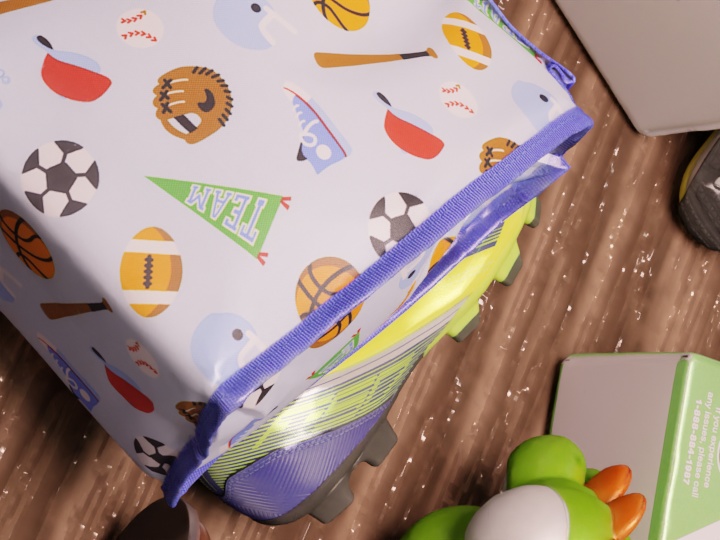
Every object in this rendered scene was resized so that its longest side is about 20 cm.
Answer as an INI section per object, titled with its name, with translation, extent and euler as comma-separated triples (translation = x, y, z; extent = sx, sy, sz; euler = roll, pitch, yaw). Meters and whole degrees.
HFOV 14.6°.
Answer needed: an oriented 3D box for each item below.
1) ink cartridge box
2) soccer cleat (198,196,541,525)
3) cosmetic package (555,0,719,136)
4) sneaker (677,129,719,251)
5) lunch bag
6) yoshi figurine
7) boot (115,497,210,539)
[ink cartridge box]
translation = 0.168, 0.126, 1.128
extent = 0.199, 0.084, 0.146
euler = 17, 77, -33
[soccer cleat]
translation = 0.000, 0.000, 1.032
extent = 0.084, 0.065, 0.201
euler = 44, 65, -23
[cosmetic package]
translation = 0.155, -0.184, 1.090
extent = 0.165, 0.165, 0.200
euler = -46, 112, -27
[sneaker]
translation = 0.210, -0.079, 1.179
extent = 0.200, 0.090, 0.078
euler = -38, 110, -6
[lunch bag]
translation = -0.039, -0.050, 0.947
extent = 0.170, 0.124, 0.200
euler = 47, 64, 5
[yoshi figurine]
translation = 0.043, 0.144, 0.994
extent = 0.200, 0.111, 0.113
euler = -69, 158, -53
[boot]
translation = -0.019, 0.193, 1.009
extent = 0.199, 0.064, 0.187
euler = 20, 79, -34
